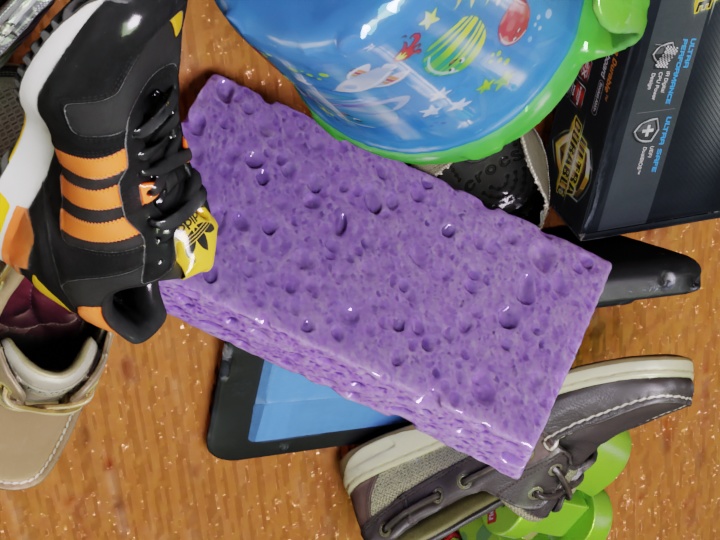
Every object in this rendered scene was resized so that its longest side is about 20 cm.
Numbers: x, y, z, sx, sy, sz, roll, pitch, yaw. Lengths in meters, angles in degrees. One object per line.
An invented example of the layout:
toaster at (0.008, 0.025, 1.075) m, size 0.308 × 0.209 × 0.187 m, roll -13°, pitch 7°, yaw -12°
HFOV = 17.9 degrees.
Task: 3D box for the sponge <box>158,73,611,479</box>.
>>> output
sponge at (0.000, 0.000, 0.983) m, size 0.200 × 0.112 × 0.030 m, roll 25°, pitch 144°, yaw 2°

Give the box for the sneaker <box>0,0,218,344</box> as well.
sneaker at (-0.083, -0.042, 0.861) m, size 0.070 × 0.090 × 0.200 m, roll -48°, pitch 175°, yaw -34°

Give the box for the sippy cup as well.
sippy cup at (0.008, -0.115, 0.850) m, size 0.178 × 0.140 × 0.130 m, roll -27°, pitch 164°, yaw 17°

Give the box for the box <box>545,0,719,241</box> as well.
box at (0.178, -0.115, 1.066) m, size 0.159 × 0.046 × 0.200 m, roll -9°, pitch 131°, yaw -27°

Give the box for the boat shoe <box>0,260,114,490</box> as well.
boat shoe at (-0.148, 0.030, 1.031) m, size 0.074 × 0.066 × 0.200 m, roll -4°, pitch 129°, yaw -23°

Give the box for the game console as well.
game console at (0.042, 0.046, 1.106) m, size 0.200 × 0.176 × 0.116 m, roll -7°, pitch 102°, yaw -21°

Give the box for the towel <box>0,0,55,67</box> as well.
towel at (-0.102, -0.128, 0.841) m, size 0.035 × 0.200 × 0.193 m, roll 41°, pitch 106°, yaw -9°

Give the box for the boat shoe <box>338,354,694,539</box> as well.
boat shoe at (0.083, 0.096, 1.154) m, size 0.200 × 0.065 × 0.073 m, roll -23°, pitch 160°, yaw 29°

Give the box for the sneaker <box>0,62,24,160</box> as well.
sneaker at (-0.206, -0.019, 0.931) m, size 0.200 × 0.085 × 0.077 m, roll -31°, pitch 97°, yaw 0°

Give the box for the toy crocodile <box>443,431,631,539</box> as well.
toy crocodile at (0.076, 0.149, 1.250) m, size 0.067 × 0.062 × 0.200 m, roll 15°, pitch 124°, yaw -35°

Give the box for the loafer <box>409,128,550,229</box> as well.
loafer at (0.039, -0.082, 1.022) m, size 0.075 × 0.070 × 0.200 m, roll -36°, pitch 134°, yaw 6°
